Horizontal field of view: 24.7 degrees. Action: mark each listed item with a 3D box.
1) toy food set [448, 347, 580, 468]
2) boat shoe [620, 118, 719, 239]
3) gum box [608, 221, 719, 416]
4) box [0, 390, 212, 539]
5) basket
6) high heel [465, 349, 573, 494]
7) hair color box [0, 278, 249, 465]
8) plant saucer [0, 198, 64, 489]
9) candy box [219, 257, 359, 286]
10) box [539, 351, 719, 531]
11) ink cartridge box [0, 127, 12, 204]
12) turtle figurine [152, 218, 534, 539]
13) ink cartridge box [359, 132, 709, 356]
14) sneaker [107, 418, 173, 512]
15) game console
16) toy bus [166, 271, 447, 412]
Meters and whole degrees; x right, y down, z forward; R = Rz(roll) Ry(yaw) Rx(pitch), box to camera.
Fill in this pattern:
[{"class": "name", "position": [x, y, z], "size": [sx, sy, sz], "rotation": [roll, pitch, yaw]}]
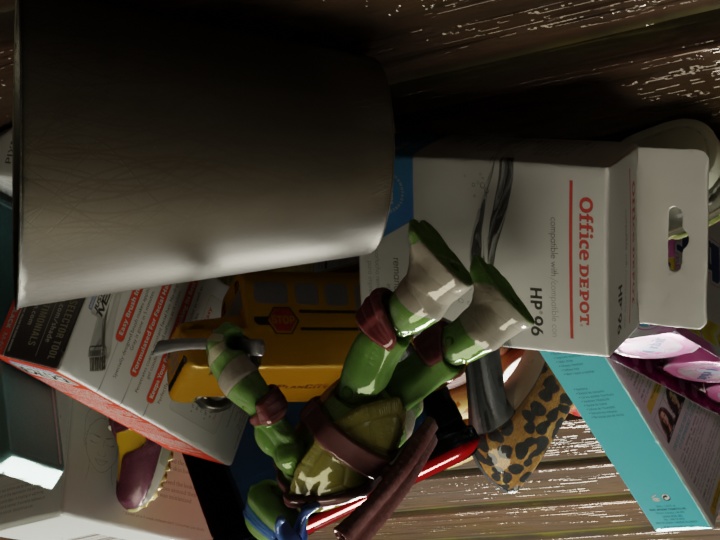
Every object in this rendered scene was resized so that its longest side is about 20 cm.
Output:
[{"class": "toy food set", "position": [0.124, 0.087, 1.323], "size": [0.199, 0.049, 0.198], "rotation": [-9, 145, -11]}, {"class": "boat shoe", "position": [0.143, -0.038, 1.041], "size": [0.201, 0.072, 0.060], "rotation": [-15, 148, 32]}, {"class": "gum box", "position": [0.233, 0.021, 1.122], "size": [0.066, 0.114, 0.200], "rotation": [-13, 154, 36]}, {"class": "box", "position": [-0.201, 0.119, 1.324], "size": [0.152, 0.200, 0.106], "rotation": [21, 152, -40]}, {"class": "basket", "position": [-0.090, -0.067, 0.911], "size": [0.199, 0.181, 0.136], "rotation": [-1, -158, -13]}, {"class": "high heel", "position": [0.169, 0.082, 1.224], "size": [0.199, 0.143, 0.071], "rotation": [-11, -167, -14]}, {"class": "hair color box", "position": [-0.143, 0.045, 1.095], "size": [0.064, 0.111, 0.200], "rotation": [10, 162, 32]}, {"class": "plant saucer", "position": [-0.225, 0.040, 1.066], "size": [0.019, 0.200, 0.070], "rotation": [-23, 153, 20]}, {"class": "candy box", "position": [0.000, 0.000, 1.185], "size": [0.200, 0.057, 0.117], "rotation": [-14, 153, 40]}, {"class": "box", "position": [0.196, 0.088, 1.154], "size": [0.049, 0.082, 0.200], "rotation": [-11, 125, 38]}, {"class": "ink cartridge box", "position": [-0.188, -0.056, 1.111], "size": [0.200, 0.057, 0.162], "rotation": [13, 170, 39]}, {"class": "turtle figurine", "position": [-0.012, 0.049, 0.938], "size": [0.144, 0.200, 0.194], "rotation": [41, 105, -15]}, {"class": "ink cartridge box", "position": [0.101, -0.017, 0.979], "size": [0.200, 0.116, 0.068], "rotation": [4, -163, 24]}, {"class": "sneaker", "position": [-0.179, 0.078, 1.229], "size": [0.090, 0.201, 0.075], "rotation": [8, 177, -16]}, {"class": "game console", "position": [-0.031, 0.116, 1.150], "size": [0.200, 0.119, 0.172], "rotation": [-26, 171, -1]}, {"class": "toy bus", "position": [-0.025, 0.045, 1.078], "size": [0.199, 0.078, 0.065], "rotation": [1, 155, -19]}]
